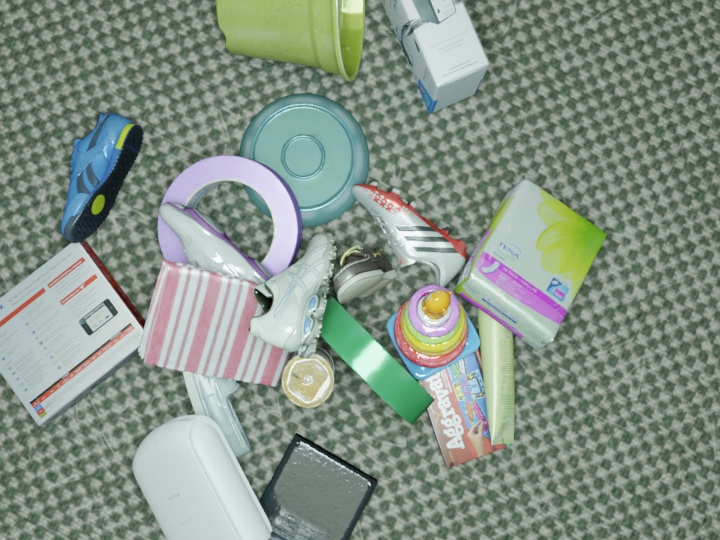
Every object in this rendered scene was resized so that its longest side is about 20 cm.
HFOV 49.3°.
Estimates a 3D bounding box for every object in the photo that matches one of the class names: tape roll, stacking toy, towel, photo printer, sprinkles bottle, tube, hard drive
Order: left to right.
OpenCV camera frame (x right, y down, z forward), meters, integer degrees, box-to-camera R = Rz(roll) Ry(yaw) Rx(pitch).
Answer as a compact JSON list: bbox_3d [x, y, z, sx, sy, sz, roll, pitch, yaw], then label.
[{"bbox_3d":[-0.225,0.300,1.072,0.165,0.069,0.202,-31,86,39],"label":"photo printer"},{"bbox_3d":[-0.181,0.071,1.037,0.197,0.030,0.148,13,112,-20],"label":"towel"},{"bbox_3d":[-0.184,-0.061,1.120,0.196,0.066,0.204,0,97,1],"label":"tape roll"},{"bbox_3d":[-0.081,0.357,1.126,0.138,0.033,0.202,29,86,1],"label":"hard drive"},{"bbox_3d":[-0.068,0.139,1.056,0.067,0.200,0.070,0,87,-2],"label":"sprinkles bottle"},{"bbox_3d":[0.014,0.120,1.060,0.048,0.200,0.200,-45,88,-4],"label":"tape roll"},{"bbox_3d":[0.097,0.062,1.048,0.115,0.200,0.111,-28,73,-5],"label":"stacking toy"},{"bbox_3d":[0.196,0.145,1.125,0.057,0.052,0.204,0,79,-15],"label":"tube"}]

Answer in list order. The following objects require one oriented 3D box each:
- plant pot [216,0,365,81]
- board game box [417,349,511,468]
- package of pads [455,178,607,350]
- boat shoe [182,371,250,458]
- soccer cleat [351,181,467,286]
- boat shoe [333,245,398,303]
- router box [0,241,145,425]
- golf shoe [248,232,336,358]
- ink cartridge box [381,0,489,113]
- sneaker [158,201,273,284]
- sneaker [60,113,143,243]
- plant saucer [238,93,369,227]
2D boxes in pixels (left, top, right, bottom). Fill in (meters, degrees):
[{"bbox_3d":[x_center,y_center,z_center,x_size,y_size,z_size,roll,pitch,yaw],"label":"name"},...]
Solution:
[{"bbox_3d":[-0.099,-0.374,1.110,0.181,0.200,0.204,4,86,10],"label":"plant pot"},{"bbox_3d":[0.140,0.175,1.150,0.101,0.019,0.203,-19,87,-1],"label":"board game box"},{"bbox_3d":[0.240,-0.014,1.115,0.154,0.068,0.201,35,65,0],"label":"package of pads"},{"bbox_3d":[-0.206,0.173,1.123,0.070,0.070,0.204,-17,92,-7],"label":"boat shoe"},{"bbox_3d":[0.063,-0.053,1.141,0.199,0.069,0.086,34,82,-3],"label":"soccer cleat"},{"bbox_3d":[0.000,0.000,1.072,0.071,0.200,0.060,-33,83,15],"label":"boat shoe"},{"bbox_3d":[-0.426,0.088,1.129,0.199,0.049,0.180,-37,87,-3],"label":"router box"},{"bbox_3d":[-0.084,0.016,0.993,0.096,0.201,0.079,12,130,-1],"label":"golf shoe"},{"bbox_3d":[0.101,-0.348,1.121,0.085,0.146,0.203,-24,86,-1],"label":"ink cartridge box"},{"bbox_3d":[-0.205,-0.006,1.055,0.200,0.075,0.100,44,95,-4],"label":"sneaker"},{"bbox_3d":[-0.389,-0.136,1.130,0.077,0.066,0.203,19,73,8],"label":"sneaker"},{"bbox_3d":[-0.084,-0.166,1.165,0.196,0.027,0.204,0,86,0],"label":"plant saucer"}]
